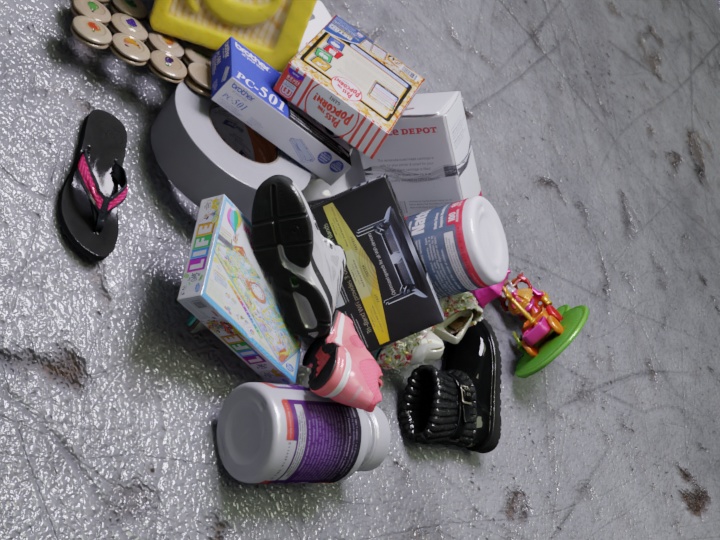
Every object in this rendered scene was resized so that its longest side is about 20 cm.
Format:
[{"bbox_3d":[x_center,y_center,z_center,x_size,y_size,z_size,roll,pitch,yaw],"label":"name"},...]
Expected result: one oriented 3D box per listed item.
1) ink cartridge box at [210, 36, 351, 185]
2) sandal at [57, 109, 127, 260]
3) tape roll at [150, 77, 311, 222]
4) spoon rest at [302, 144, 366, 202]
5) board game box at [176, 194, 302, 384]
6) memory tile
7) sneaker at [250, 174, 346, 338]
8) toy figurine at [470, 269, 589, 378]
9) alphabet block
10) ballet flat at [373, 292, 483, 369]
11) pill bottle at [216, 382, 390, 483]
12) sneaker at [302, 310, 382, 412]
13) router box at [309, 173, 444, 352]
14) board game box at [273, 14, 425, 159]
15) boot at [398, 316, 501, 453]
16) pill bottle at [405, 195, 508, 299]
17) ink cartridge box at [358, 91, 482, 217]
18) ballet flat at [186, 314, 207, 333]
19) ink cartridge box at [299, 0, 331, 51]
[{"bbox_3d":[-0.098,-0.197,1.462,0.199,0.044,0.095,34,30,-31],"label":"ink cartridge box"},{"bbox_3d":[-0.296,-0.106,1.335,0.075,0.045,0.203,27,50,-36],"label":"sandal"},{"bbox_3d":[-0.160,-0.149,1.457,0.199,0.066,0.202,30,34,-23],"label":"tape roll"},{"bbox_3d":[-0.025,-0.126,1.632,0.199,0.060,0.101,-23,111,-49],"label":"spoon rest"},{"bbox_3d":[-0.129,0.027,1.354,0.200,0.034,0.136,50,40,-44],"label":"board game box"},{"bbox_3d":[-0.262,-0.289,1.442,0.198,0.017,0.154,21,34,-26],"label":"memory tile"},{"bbox_3d":[-0.071,-0.033,1.391,0.116,0.074,0.203,-67,146,-61],"label":"sneaker"},{"bbox_3d":[0.236,0.038,1.803,0.184,0.150,0.200,46,18,-5],"label":"toy figurine"},{"bbox_3d":[-0.146,-0.402,1.486,0.192,0.198,0.201,14,35,-14],"label":"alphabet block"},{"bbox_3d":[0.100,0.083,1.588,0.064,0.076,0.199,36,48,20],"label":"ballet flat"},{"bbox_3d":[-0.060,0.192,1.371,0.198,0.111,0.113,10,61,-44],"label":"pill bottle"},{"bbox_3d":[-0.016,0.116,1.391,0.086,0.074,0.200,34,13,-12],"label":"sneaker"},{"bbox_3d":[0.000,0.000,1.496,0.052,0.155,0.203,-68,136,-81],"label":"router box"},{"bbox_3d":[-0.009,-0.239,1.499,0.151,0.046,0.200,35,32,-2],"label":"board game box"},{"bbox_3d":[0.123,0.146,1.631,0.157,0.079,0.214,20,55,-40],"label":"boot"},{"bbox_3d":[0.088,-0.018,1.578,0.119,0.198,0.121,38,44,-49],"label":"pill bottle"},{"bbox_3d":[0.085,-0.143,1.648,0.084,0.143,0.202,-54,137,-50],"label":"ink cartridge box"},{"bbox_3d":[-0.145,0.012,1.415,0.063,0.067,0.201,37,43,-15],"label":"ballet flat"},{"bbox_3d":[-0.056,-0.276,1.687,0.116,0.067,0.202,-33,94,-52],"label":"ink cartridge box"}]
